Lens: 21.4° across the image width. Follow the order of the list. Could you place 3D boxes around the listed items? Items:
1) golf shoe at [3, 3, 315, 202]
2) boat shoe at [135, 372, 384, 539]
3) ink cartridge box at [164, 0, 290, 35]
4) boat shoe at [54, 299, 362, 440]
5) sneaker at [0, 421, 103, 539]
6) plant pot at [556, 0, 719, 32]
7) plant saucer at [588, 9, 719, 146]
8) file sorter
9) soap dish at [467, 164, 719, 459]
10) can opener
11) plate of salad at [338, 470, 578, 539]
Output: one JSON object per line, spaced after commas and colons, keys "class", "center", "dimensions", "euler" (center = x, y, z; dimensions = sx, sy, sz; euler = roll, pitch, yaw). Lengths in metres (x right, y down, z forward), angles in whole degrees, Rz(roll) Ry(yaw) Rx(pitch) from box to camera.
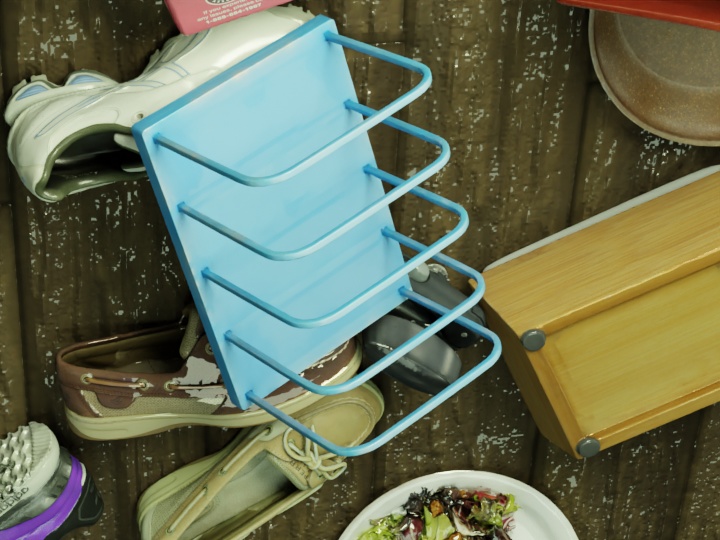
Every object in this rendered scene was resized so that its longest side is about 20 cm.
{"class": "golf shoe", "center": [-0.108, -0.088, 1.116], "dimensions": [0.200, 0.097, 0.078], "euler": [-22, 126, 1]}
{"class": "boat shoe", "center": [-0.067, 0.144, 1.314], "dimensions": [0.200, 0.063, 0.073], "euler": [-31, 126, 10]}
{"class": "ink cartridge box", "center": [-0.059, -0.222, 0.986], "dimensions": [0.146, 0.083, 0.200], "euler": [-18, 157, 2]}
{"class": "boat shoe", "center": [-0.100, 0.055, 1.241], "dimensions": [0.199, 0.072, 0.072], "euler": [-9, 129, 2]}
{"class": "sneaker", "center": [-0.259, 0.194, 1.305], "dimensions": [0.200, 0.070, 0.100], "euler": [-34, 128, 13]}
{"class": "plant pot", "center": [0.230, -0.233, 1.008], "dimensions": [0.176, 0.200, 0.200], "euler": [-4, 104, -25]}
{"class": "plant saucer", "center": [0.232, -0.170, 1.170], "dimensions": [0.200, 0.037, 0.201], "euler": [-6, 126, -9]}
{"class": "file sorter", "center": [-0.016, -0.015, 1.091], "dimensions": [0.139, 0.123, 0.200], "euler": [-33, 126, -24]}
{"class": "soap dish", "center": [0.192, 0.032, 1.280], "dimensions": [0.200, 0.081, 0.158], "euler": [-23, 127, 6]}
{"class": "can opener", "center": [0.000, 0.000, 1.228], "dimensions": [0.200, 0.079, 0.063], "euler": [38, 119, -23]}
{"class": "plate of salad", "center": [0.070, 0.241, 1.406], "dimensions": [0.199, 0.048, 0.201], "euler": [-3, 111, -7]}
